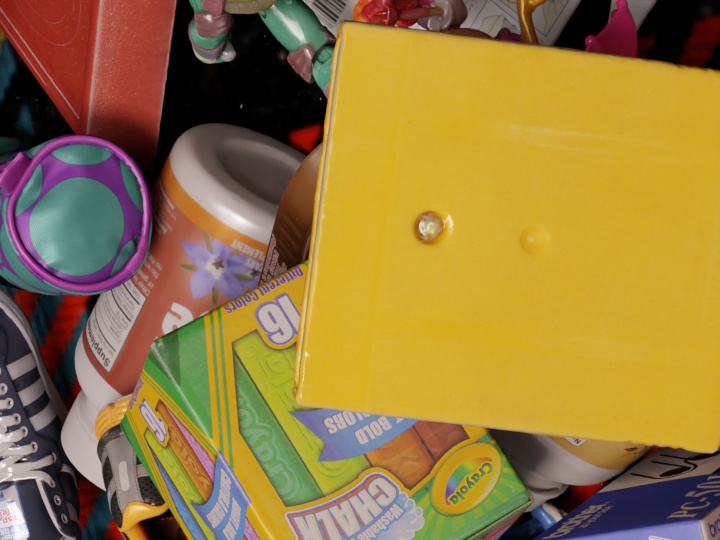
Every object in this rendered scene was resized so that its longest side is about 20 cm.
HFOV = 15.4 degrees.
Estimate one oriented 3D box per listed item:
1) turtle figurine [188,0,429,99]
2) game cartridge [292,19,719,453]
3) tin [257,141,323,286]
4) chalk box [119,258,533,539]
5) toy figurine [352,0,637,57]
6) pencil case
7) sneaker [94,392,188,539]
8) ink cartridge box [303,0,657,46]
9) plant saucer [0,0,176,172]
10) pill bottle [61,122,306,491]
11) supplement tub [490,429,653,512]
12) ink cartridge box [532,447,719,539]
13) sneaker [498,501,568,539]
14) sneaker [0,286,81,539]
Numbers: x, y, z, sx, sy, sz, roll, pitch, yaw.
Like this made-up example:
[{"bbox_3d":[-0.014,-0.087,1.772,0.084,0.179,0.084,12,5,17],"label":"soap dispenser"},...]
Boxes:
[{"bbox_3d":[-0.053,-0.163,1.382,0.200,0.101,0.150,36,116,12],"label":"turtle figurine"},{"bbox_3d":[0.077,-0.015,1.218,0.199,0.032,0.177,7,93,-7],"label":"game cartridge"},{"bbox_3d":[0.000,0.000,1.403,0.042,0.112,0.201,53,141,37],"label":"tin"},{"bbox_3d":[-0.008,0.109,1.276,0.200,0.124,0.124,56,158,12],"label":"chalk box"},{"bbox_3d":[0.053,-0.137,1.281,0.199,0.150,0.185,-14,91,16],"label":"toy figurine"},{"bbox_3d":[-0.177,-0.032,1.464,0.092,0.200,0.085,40,78,-17],"label":"pencil case"},{"bbox_3d":[-0.080,0.152,1.453,0.078,0.077,0.200,-28,128,21],"label":"sneaker"},{"bbox_3d":[0.076,-0.165,1.387,0.173,0.044,0.200,39,116,14],"label":"ink cartridge box"},{"bbox_3d":[-0.167,-0.176,1.434,0.200,0.037,0.200,53,152,27],"label":"plant saucer"},{"bbox_3d":[-0.090,0.029,1.479,0.112,0.112,0.201,36,116,16],"label":"pill bottle"},{"bbox_3d":[0.123,0.017,1.339,0.200,0.144,0.145,-40,82,25],"label":"supplement tub"},{"bbox_3d":[0.165,0.120,1.314,0.094,0.200,0.044,-12,96,29],"label":"ink cartridge box"},{"bbox_3d":[0.048,0.207,1.407,0.147,0.199,0.081,65,165,-19],"label":"sneaker"},{"bbox_3d":[-0.208,0.091,1.496,0.070,0.109,0.200,-16,135,11],"label":"sneaker"}]
